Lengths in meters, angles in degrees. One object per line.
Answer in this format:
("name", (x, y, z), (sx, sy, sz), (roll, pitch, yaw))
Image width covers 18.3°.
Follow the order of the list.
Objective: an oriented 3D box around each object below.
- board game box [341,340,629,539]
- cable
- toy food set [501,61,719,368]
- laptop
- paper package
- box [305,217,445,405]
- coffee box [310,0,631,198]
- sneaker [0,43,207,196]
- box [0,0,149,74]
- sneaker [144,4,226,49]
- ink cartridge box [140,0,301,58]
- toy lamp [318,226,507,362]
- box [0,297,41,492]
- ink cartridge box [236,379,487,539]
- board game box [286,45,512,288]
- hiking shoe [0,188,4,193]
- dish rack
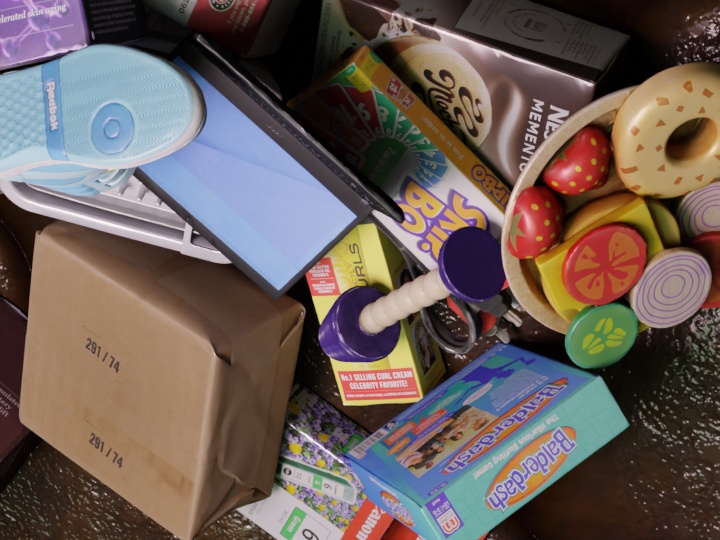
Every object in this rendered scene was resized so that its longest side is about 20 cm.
("board game box", (0.082, 0.119, 1.553), (0.045, 0.152, 0.200), (57, 170, -13))
("cable", (0.050, -0.017, 1.602), (0.200, 0.050, 0.097), (42, 122, -9))
("toy food set", (0.187, -0.034, 1.478), (0.199, 0.049, 0.199), (-32, 128, -3))
("laptop", (-0.078, -0.064, 1.487), (0.177, 0.200, 0.103), (41, 89, -10))
("paper package", (-0.157, 0.074, 1.706), (0.199, 0.103, 0.192), (30, 125, 29))
("box", (0.000, 0.000, 1.650), (0.075, 0.050, 0.202), (-3, 116, 27))
("coffee box", (0.072, -0.128, 1.522), (0.198, 0.080, 0.114), (20, 126, 16))
("sneaker", (-0.159, -0.094, 1.442), (0.198, 0.130, 0.080), (-1, 84, 31))
("box", (-0.239, -0.230, 1.460), (0.147, 0.104, 0.202), (-11, 97, 18))
("sneaker", (-0.168, -0.183, 1.618), (0.198, 0.075, 0.089), (-11, 105, 27))
("ink cartridge box", (-0.123, -0.255, 1.521), (0.199, 0.083, 0.148), (28, 104, 9))
("toy lamp", (0.029, 0.023, 1.551), (0.058, 0.058, 0.200), (49, 150, -6))
("box", (-0.362, 0.127, 1.811), (0.166, 0.200, 0.165), (39, 127, 2))
("ink cartridge box", (-0.007, 0.187, 1.758), (0.199, 0.050, 0.109), (36, 126, 6))
("board game box", (0.042, -0.059, 1.517), (0.200, 0.030, 0.095), (42, 141, -15))
("hiking shoe", (-0.193, -0.094, 1.688), (0.198, 0.101, 0.077), (-4, 87, 3))
("dish rack", (-0.155, -0.102, 1.582), (0.198, 0.044, 0.173), (14, 127, 3))
